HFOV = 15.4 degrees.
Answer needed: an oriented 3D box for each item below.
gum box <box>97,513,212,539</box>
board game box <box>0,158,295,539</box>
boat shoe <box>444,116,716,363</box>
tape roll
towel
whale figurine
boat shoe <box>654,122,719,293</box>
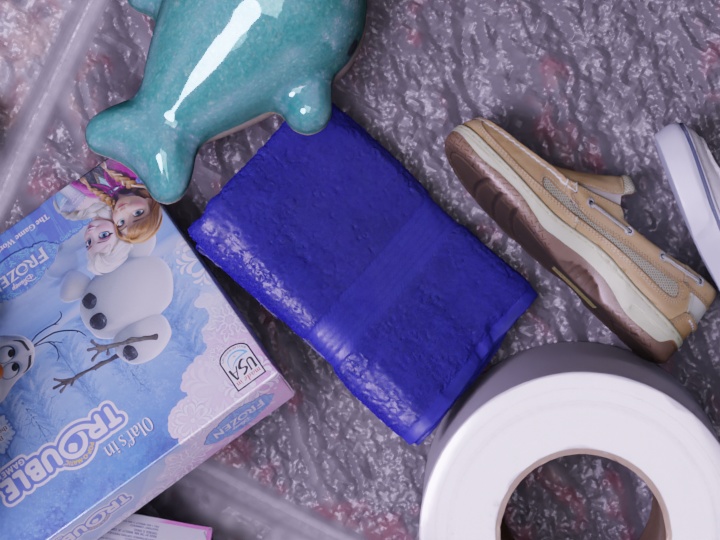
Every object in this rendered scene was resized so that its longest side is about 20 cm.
[{"bbox_3d":[-0.187,0.202,1.693,0.199,0.114,0.066,10,55,2],"label":"gum box"},{"bbox_3d":[-0.175,0.056,1.659,0.200,0.043,0.199,-36,63,-2],"label":"board game box"},{"bbox_3d":[0.142,-0.034,1.688,0.200,0.072,0.076,44,82,-10],"label":"boat shoe"},{"bbox_3d":[0.137,0.153,1.666,0.202,0.139,0.204,0,96,2],"label":"tape roll"},{"bbox_3d":[0.000,0.000,1.677,0.200,0.050,0.148,44,55,-3],"label":"towel"},{"bbox_3d":[-0.084,-0.140,1.639,0.159,0.104,0.200,39,78,13],"label":"whale figurine"},{"bbox_3d":[0.260,-0.013,1.674,0.086,0.075,0.202,-27,97,6],"label":"boat shoe"}]
